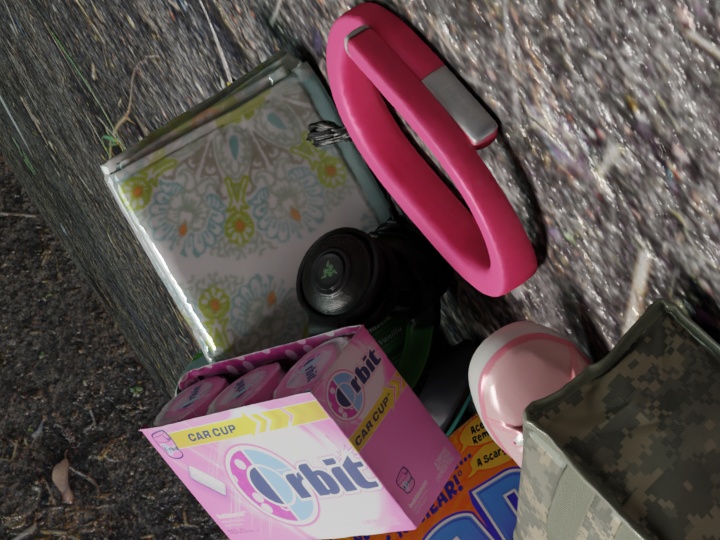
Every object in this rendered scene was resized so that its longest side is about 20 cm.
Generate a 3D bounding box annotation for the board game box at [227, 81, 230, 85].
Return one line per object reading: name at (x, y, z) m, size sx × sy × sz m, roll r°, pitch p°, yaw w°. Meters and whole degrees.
board game box at (-0.066, -0.065, 1.344) m, size 0.095 × 0.030 × 0.201 m, roll 35°, pitch 151°, yaw 58°

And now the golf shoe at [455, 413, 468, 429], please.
golf shoe at (-0.004, 0.151, 1.286) m, size 0.097 × 0.198 × 0.079 m, roll 66°, pitch -151°, yaw -69°

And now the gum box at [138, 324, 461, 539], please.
gum box at (-0.046, 0.114, 1.019) m, size 0.199 × 0.066 × 0.114 m, roll -17°, pitch 117°, yaw 47°

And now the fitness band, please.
fitness band at (0.039, -0.071, 0.932) m, size 0.200 × 0.037 × 0.144 m, roll 52°, pitch 166°, yaw 28°

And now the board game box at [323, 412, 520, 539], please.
board game box at (0.080, 0.253, 1.090) m, size 0.200 × 0.199 × 0.200 m, roll 47°, pitch 161°, yaw 17°

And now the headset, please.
headset at (0.000, 0.000, 1.057) m, size 0.093 × 0.123 × 0.202 m, roll 6°, pitch 100°, yaw 35°

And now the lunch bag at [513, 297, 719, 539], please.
lunch bag at (0.174, 0.144, 0.761) m, size 0.200 × 0.117 × 0.164 m, roll 45°, pitch 162°, yaw 24°

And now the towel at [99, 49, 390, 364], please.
towel at (-0.067, -0.032, 1.105) m, size 0.201 × 0.170 × 0.048 m, roll 60°, pitch 163°, yaw -11°

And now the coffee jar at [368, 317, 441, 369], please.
coffee jar at (-0.023, 0.005, 1.209) m, size 0.201 × 0.085 × 0.104 m, roll 59°, pitch 163°, yaw -8°

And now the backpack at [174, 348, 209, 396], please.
backpack at (-0.061, 0.111, 1.406) m, size 0.179 × 0.149 × 0.200 m, roll 64°, pitch -156°, yaw -21°

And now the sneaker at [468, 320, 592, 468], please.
sneaker at (0.140, 0.120, 0.902) m, size 0.201 × 0.075 × 0.105 m, roll 57°, pitch 173°, yaw -31°

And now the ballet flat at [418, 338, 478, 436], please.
ballet flat at (0.025, 0.125, 1.151) m, size 0.073 × 0.073 × 0.201 m, roll 50°, pitch 133°, yaw 30°
